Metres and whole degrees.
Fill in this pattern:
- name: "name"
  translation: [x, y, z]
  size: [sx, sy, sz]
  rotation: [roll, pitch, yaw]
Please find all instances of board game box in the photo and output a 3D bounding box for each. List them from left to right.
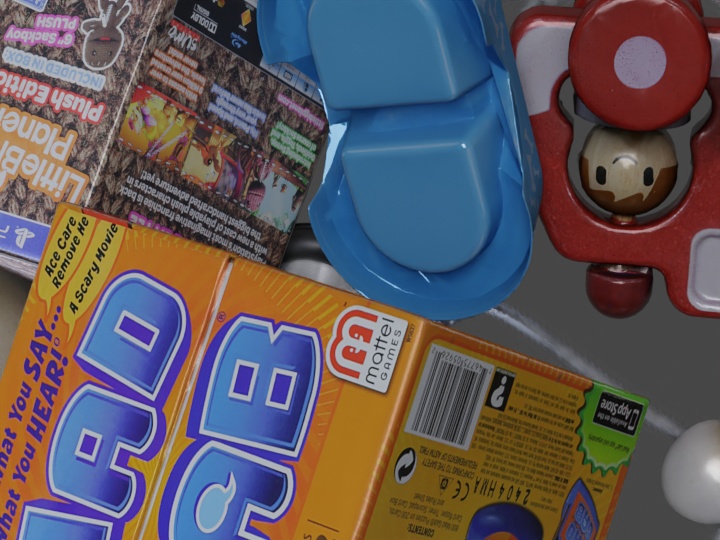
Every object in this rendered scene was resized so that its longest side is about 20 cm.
- name: "board game box"
  translation: [-0.096, -0.081, 1.365]
  size: [0.096, 0.159, 0.201]
  rotation: [16, 83, 33]
- name: "board game box"
  translation: [-0.030, 0.108, 1.269]
  size: [0.199, 0.200, 0.201]
  rotation: [17, 88, 34]

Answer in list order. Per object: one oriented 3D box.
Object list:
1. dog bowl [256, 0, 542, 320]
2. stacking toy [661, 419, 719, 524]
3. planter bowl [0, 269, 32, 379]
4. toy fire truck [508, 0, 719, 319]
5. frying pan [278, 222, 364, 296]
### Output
- name: "dog bowl"
  translation: [0.024, -0.075, 1.351]
  size: [0.111, 0.050, 0.201]
  rotation: [-3, 117, 26]
- name: "stacking toy"
  translation: [0.215, 0.057, 1.345]
  size: [0.200, 0.146, 0.147]
  rotation: [-32, 79, 33]
- name: "planter bowl"
  translation: [-0.229, 0.072, 1.382]
  size: [0.199, 0.135, 0.201]
  rotation: [-1, 83, 6]
- name: "toy fire truck"
  translation: [0.166, -0.055, 1.382]
  size: [0.199, 0.112, 0.169]
  rotation: [3, 104, 3]
- name: "frying pan"
  translation: [0.006, 0.016, 1.422]
  size: [0.189, 0.031, 0.115]
  rotation: [-27, 82, 4]
